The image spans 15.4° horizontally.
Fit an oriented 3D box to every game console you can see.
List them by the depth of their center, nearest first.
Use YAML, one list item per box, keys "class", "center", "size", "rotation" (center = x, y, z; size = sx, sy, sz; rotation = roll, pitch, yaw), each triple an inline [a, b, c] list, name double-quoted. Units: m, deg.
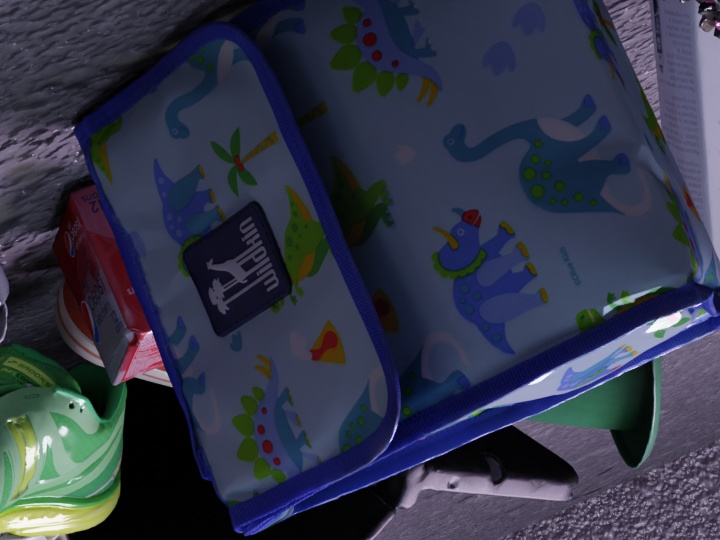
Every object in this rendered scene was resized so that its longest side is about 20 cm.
- class: "game console"
  center: [-0.028, 0.103, 1.279]
  size: [0.176, 0.200, 0.117]
  rotation: [9, 106, -40]

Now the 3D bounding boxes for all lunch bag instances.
- class: "lunch bag"
  center: [0.010, -0.019, 0.958]
  size: [0.200, 0.170, 0.127]
  rotation: [-25, 168, 13]

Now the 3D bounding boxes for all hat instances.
- class: "hat"
  center: [0.049, 0.034, 1.365]
  size: [0.175, 0.166, 0.200]
  rotation: [-7, 145, -6]

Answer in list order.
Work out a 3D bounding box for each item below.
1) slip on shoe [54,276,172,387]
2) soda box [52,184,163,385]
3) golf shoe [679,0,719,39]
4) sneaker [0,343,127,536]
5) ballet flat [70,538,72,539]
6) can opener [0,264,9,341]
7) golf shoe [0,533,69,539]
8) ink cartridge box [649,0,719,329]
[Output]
- class: "slip on shoe"
  center: [-0.033, 0.024, 1.173]
  size: [0.199, 0.074, 0.061]
  rotation: [14, 137, -22]
- class: "soda box"
  center: [-0.023, -0.024, 1.110]
  size: [0.200, 0.070, 0.063]
  rotation: [-21, 167, -20]
- class: "golf shoe"
  center: [0.148, -0.136, 1.012]
  size: [0.200, 0.072, 0.092]
  rotation: [18, 97, -59]
- class: "sneaker"
  center: [-0.161, 0.071, 1.100]
  size: [0.074, 0.084, 0.200]
  rotation: [19, -169, 20]
- class: "ballet flat"
  center: [-0.066, 0.103, 1.356]
  size: [0.200, 0.057, 0.067]
  rotation: [-29, 141, -43]
- class: "can opener"
  center: [-0.234, 0.040, 1.057]
  size: [0.200, 0.053, 0.067]
  rotation: [-24, 134, -7]
- class: "golf shoe"
  center: [-0.165, 0.143, 1.246]
  size: [0.088, 0.200, 0.077]
  rotation: [-35, -174, 46]
- class: "ink cartridge box"
  center: [0.224, -0.054, 1.160]
  size: [0.199, 0.201, 0.041]
  rotation: [-14, -163, -23]
